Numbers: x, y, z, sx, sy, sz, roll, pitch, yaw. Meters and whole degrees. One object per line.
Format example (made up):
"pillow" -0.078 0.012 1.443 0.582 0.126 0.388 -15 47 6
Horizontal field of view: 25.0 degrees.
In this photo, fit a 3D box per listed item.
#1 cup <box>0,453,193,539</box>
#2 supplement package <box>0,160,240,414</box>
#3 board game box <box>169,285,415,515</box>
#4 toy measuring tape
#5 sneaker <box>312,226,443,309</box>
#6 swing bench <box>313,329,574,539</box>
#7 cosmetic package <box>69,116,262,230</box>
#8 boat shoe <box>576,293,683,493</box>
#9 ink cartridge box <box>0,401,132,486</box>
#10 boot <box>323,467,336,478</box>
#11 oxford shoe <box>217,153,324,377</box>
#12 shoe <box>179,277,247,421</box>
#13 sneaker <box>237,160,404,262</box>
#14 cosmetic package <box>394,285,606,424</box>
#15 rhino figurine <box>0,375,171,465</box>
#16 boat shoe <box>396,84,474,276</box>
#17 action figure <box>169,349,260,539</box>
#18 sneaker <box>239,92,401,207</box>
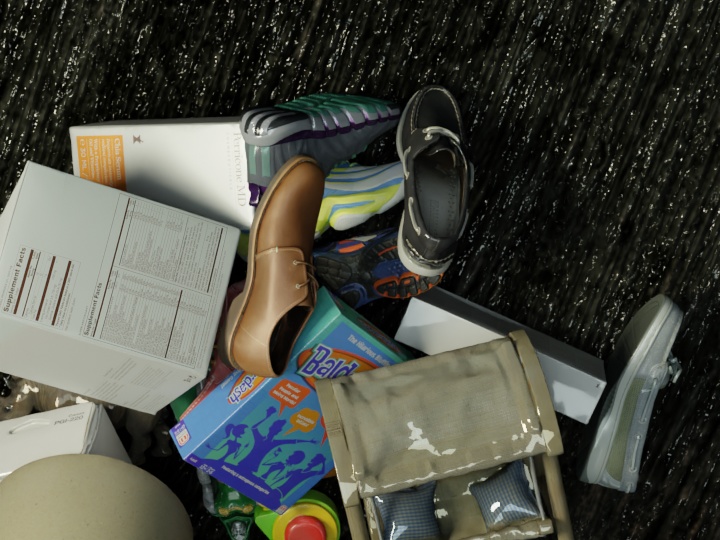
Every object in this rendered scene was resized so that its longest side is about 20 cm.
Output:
"cup" -0.260 0.290 1.485 0.199 0.144 0.201 1 126 1
"supplement package" -0.242 0.022 1.483 0.199 0.191 0.148 18 69 -16
"board game box" -0.055 0.125 1.509 0.200 0.045 0.152 -44 135 9
"toy measuring tape" -0.031 0.281 1.622 0.073 0.074 0.200 -37 105 11
"sneaker" 0.000 0.000 1.562 0.199 0.078 0.076 -8 105 25
"swing bench" 0.079 0.182 1.465 0.198 0.130 0.201 -14 123 -3
"cosmetic package" -0.171 -0.091 1.528 0.199 0.071 0.102 0 100 26
"boat shoe" 0.268 0.119 1.557 0.064 0.074 0.203 18 106 -4
"ink cartridge box" -0.287 0.239 1.588 0.145 0.085 0.201 -14 122 11
"boot" 0.052 0.205 1.595 0.201 0.071 0.144 -29 102 14
"oxford shoe" -0.060 -0.001 1.426 0.071 0.071 0.201 19 96 39
"shoe" -0.116 0.074 1.542 0.200 0.071 0.091 -42 82 12
"sneaker" -0.044 -0.085 1.547 0.199 0.076 0.105 -23 97 10
"cosmetic package" 0.134 0.077 1.555 0.199 0.083 0.051 24 102 2
"rhino figurine" -0.286 0.137 1.619 0.199 0.060 0.088 7 107 2
"boat shoe" 0.069 -0.094 1.488 0.074 0.060 0.201 13 59 -8
"action figure" -0.131 0.178 1.618 0.118 0.055 0.201 -7 104 4
"sneaker" -0.040 -0.113 1.496 0.074 0.200 0.088 18 112 38
